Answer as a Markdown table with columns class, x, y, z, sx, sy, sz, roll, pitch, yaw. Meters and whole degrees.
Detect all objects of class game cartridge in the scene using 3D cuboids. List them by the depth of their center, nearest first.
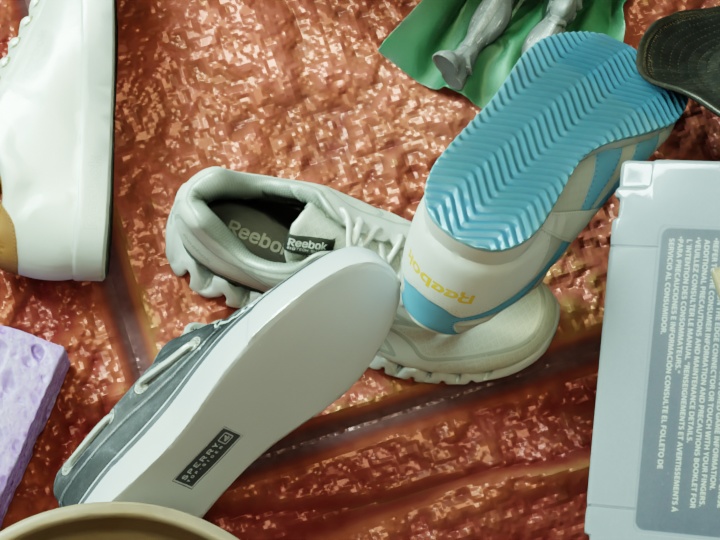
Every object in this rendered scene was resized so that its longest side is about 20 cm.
| class | x | y | z | sx | sy | sz | roll | pitch | yaw |
| --- | --- | --- | --- | --- | --- | --- | --- | --- | --- |
| game cartridge | 0.171 | 0.052 | 1.000 | 0.133 | 0.042 | 0.201 | 4 | 83 | 20 |

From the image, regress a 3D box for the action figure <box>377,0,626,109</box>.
| class | x | y | z | sx | sy | sz | roll | pitch | yaw |
| --- | --- | --- | --- | --- | --- | --- | --- | --- | --- |
| action figure | 0.108 | -0.171 | 1.157 | 0.118 | 0.055 | 0.200 | 28 | 73 | 6 |

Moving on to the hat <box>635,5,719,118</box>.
| class | x | y | z | sx | sy | sz | roll | pitch | yaw |
| --- | --- | --- | --- | --- | --- | --- | --- | --- | --- |
| hat | 0.234 | -0.122 | 1.074 | 0.200 | 0.201 | 0.081 | 5 | 118 | 0 |

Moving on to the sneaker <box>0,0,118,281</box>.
| class | x | y | z | sx | sy | sz | roll | pitch | yaw |
| --- | --- | --- | --- | --- | --- | --- | --- | --- | --- |
| sneaker | -0.161 | -0.096 | 1.117 | 0.084 | 0.073 | 0.201 | 2 | 75 | -3 |

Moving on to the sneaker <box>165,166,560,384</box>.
| class | x | y | z | sx | sy | sz | roll | pitch | yaw |
| --- | --- | --- | --- | --- | --- | --- | --- | --- | --- |
| sneaker | 0.000 | 0.000 | 1.091 | 0.199 | 0.081 | 0.075 | 16 | 73 | 2 |

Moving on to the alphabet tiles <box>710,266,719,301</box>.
| class | x | y | z | sx | sy | sz | roll | pitch | yaw |
| --- | --- | --- | --- | --- | --- | --- | --- | --- | --- |
| alphabet tiles | 0.258 | 0.018 | 0.958 | 0.199 | 0.006 | 0.167 | -17 | 78 | 0 |

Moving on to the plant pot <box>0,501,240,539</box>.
| class | x | y | z | sx | sy | sz | roll | pitch | yaw |
| --- | --- | --- | --- | --- | --- | --- | --- | --- | --- |
| plant pot | -0.112 | 0.212 | 1.015 | 0.200 | 0.093 | 0.202 | 2 | 70 | -7 |

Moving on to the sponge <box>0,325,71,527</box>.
| class | x | y | z | sx | sy | sz | roll | pitch | yaw |
| --- | --- | --- | --- | --- | --- | --- | --- | --- | --- |
| sponge | -0.254 | 0.057 | 1.095 | 0.199 | 0.030 | 0.112 | 20 | 74 | 5 |

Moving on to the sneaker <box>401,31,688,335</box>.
| class | x | y | z | sx | sy | sz | roll | pitch | yaw |
| --- | --- | --- | --- | --- | --- | --- | --- | --- | --- |
| sneaker | 0.083 | -0.046 | 1.069 | 0.076 | 0.081 | 0.200 | 38 | 48 | 15 |

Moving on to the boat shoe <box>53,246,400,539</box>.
| class | x | y | z | sx | sy | sz | roll | pitch | yaw |
| --- | --- | --- | --- | --- | --- | --- | --- | --- | --- |
| boat shoe | -0.067 | 0.054 | 1.061 | 0.200 | 0.072 | 0.068 | -47 | 46 | 11 |
